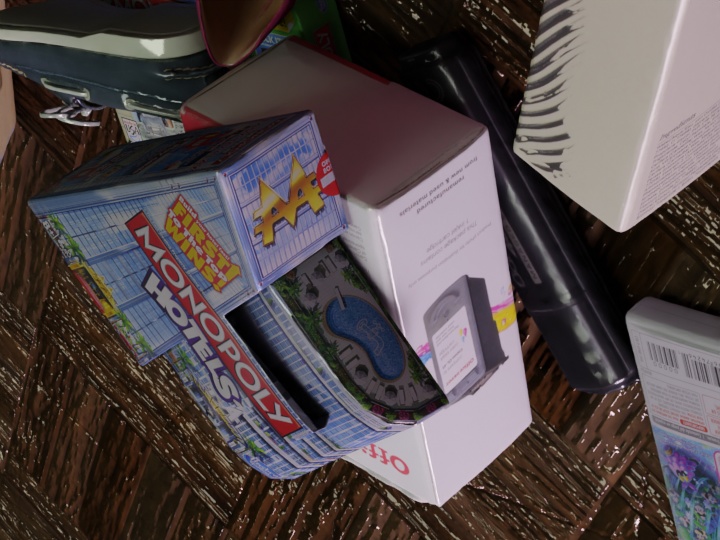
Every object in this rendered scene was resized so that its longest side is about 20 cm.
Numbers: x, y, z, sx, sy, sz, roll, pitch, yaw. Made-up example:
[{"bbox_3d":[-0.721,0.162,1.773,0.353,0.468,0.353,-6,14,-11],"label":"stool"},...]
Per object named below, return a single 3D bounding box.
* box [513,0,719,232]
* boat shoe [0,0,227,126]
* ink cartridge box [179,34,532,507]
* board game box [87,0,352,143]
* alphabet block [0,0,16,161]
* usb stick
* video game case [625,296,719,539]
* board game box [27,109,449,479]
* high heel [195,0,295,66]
[{"bbox_3d":[0.125,-0.114,1.004,0.068,0.082,0.200,40,146,24],"label":"box"},{"bbox_3d":[-0.144,-0.114,1.327,0.200,0.075,0.062,8,117,39],"label":"boat shoe"},{"bbox_3d":[0.000,0.000,1.232,0.148,0.086,0.200,28,145,38],"label":"ink cartridge box"},{"bbox_3d":[-0.077,-0.112,1.333,0.200,0.029,0.135,19,136,44],"label":"board game box"},{"bbox_3d":[-0.324,-0.111,1.446,0.195,0.197,0.200,8,138,3],"label":"alphabet block"},{"bbox_3d":[0.080,-0.026,1.204,0.200,0.033,0.055,60,156,-12],"label":"usb stick"},{"bbox_3d":[0.224,0.112,1.160,0.200,0.024,0.182,18,135,44],"label":"video game case"},{"bbox_3d":[-0.054,0.008,1.168,0.200,0.062,0.200,55,152,-2],"label":"board game box"},{"bbox_3d":[-0.050,-0.136,1.138,0.067,0.200,0.096,12,98,0],"label":"high heel"}]
